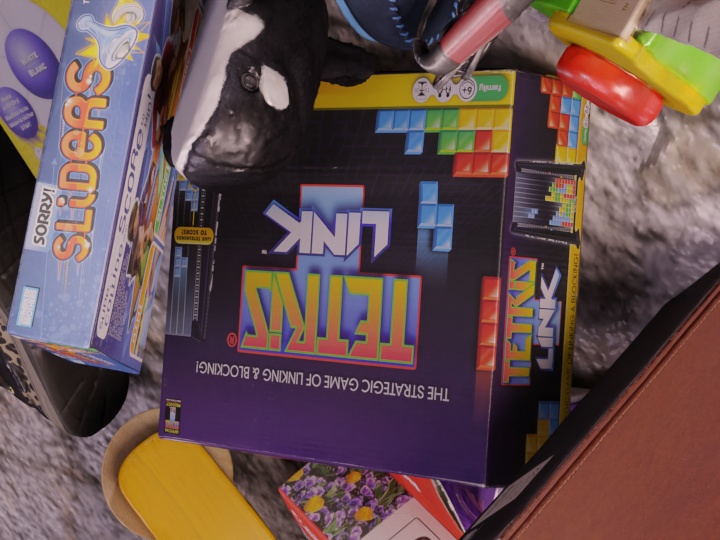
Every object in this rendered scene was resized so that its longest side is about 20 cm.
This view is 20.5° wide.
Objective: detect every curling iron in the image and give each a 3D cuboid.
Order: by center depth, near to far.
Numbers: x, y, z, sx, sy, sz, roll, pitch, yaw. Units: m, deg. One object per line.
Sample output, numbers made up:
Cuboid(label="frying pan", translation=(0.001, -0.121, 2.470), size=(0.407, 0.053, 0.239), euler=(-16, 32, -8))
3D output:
Cuboid(label="curling iron", translation=(0.084, -0.135, 0.700), size=(0.025, 0.050, 0.200), euler=(31, 128, -22))

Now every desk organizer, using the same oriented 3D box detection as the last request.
Cuboid(label="desk organizer", translation=(0.113, 0.079, 0.753), size=(0.077, 0.200, 0.072), euler=(46, 142, 1))

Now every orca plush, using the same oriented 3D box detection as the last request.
Cuboid(label="orca plush", translation=(-0.032, -0.085, 0.809), size=(0.071, 0.200, 0.106), euler=(21, 107, -13))

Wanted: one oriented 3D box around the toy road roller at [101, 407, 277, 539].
Cuboid(label="toy road roller", translation=(-0.098, 0.184, 1.069), size=(0.200, 0.146, 0.123), euler=(54, 173, 1))

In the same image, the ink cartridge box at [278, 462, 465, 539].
Cuboid(label="ink cartridge box", translation=(0.016, 0.139, 0.956), size=(0.109, 0.050, 0.200), euler=(41, 164, 43))

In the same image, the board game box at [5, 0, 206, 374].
Cuboid(label="board game box", translation=(-0.098, -0.063, 0.826), size=(0.034, 0.201, 0.135), euler=(10, 173, 3))

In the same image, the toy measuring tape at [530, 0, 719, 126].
Cuboid(label="toy measuring tape", translation=(0.118, -0.079, 0.691), size=(0.074, 0.073, 0.200), euler=(67, 168, -21))

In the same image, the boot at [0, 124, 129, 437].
Cuboid(label="boot", translation=(-0.220, -0.007, 1.119), size=(0.153, 0.073, 0.204), euler=(13, 129, 41))

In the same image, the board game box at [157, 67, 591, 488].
Cuboid(label="board game box", translation=(0.000, 0.000, 0.854), size=(0.199, 0.057, 0.166), euler=(2, 88, 44))

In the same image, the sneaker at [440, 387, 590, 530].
Cuboid(label="sneaker", translation=(0.080, 0.098, 0.892), size=(0.200, 0.088, 0.081), euler=(-11, 115, 52))

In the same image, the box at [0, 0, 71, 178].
Cuboid(label="box", translation=(-0.151, -0.120, 0.978), size=(0.117, 0.048, 0.201), euler=(-20, 104, 50))

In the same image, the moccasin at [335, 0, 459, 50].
Cuboid(label="moccasin", translation=(0.019, -0.170, 0.739), size=(0.068, 0.080, 0.201), euler=(15, 132, 31))
